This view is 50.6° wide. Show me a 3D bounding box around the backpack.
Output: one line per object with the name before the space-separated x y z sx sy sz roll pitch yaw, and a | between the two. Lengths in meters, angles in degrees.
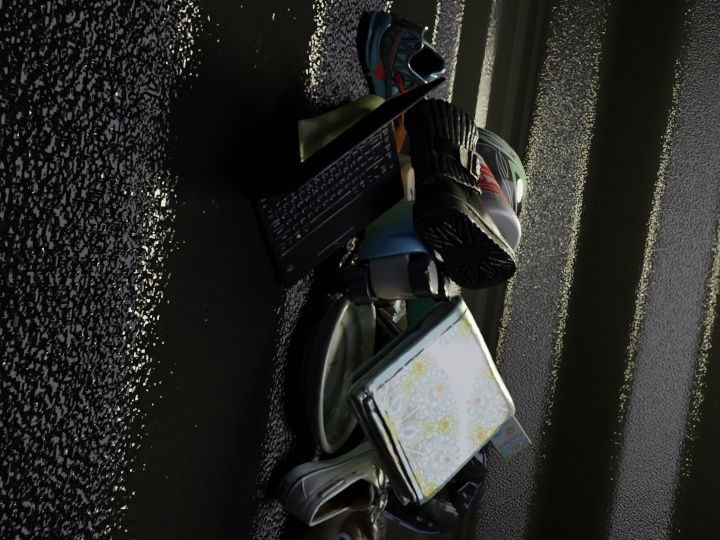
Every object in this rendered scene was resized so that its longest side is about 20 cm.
backpack | 0.074 0.267 1.076 0.201 0.190 0.154 -52 -173 -2

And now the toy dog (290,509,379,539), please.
toy dog | -0.020 0.384 0.966 0.195 0.137 0.203 -63 154 -47

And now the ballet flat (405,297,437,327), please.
ballet flat | 0.094 0.022 1.099 0.071 0.068 0.204 56 25 -74

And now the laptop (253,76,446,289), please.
laptop | -0.002 -0.075 0.725 0.176 0.103 0.202 -38 142 -20

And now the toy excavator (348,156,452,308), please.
toy excavator | 0.057 -0.058 0.939 0.194 0.098 0.204 15 70 -69

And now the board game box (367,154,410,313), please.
board game box | 0.052 -0.053 1.150 0.135 0.034 0.204 58 44 -65

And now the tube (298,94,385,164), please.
tube | -0.023 -0.151 0.842 0.058 0.052 0.200 51 33 -6

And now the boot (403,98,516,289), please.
boot | 0.119 -0.087 0.894 0.211 0.078 0.160 47 33 -50

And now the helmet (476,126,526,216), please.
helmet | 0.195 -0.153 1.343 0.201 0.197 0.193 -55 167 -55

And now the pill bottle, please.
pill bottle | 0.140 -0.099 1.066 0.202 0.110 0.114 -107 -172 -47

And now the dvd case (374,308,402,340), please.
dvd case | 0.081 0.126 1.051 0.016 0.201 0.149 -39 167 1

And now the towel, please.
towel | 0.086 0.152 0.903 0.199 0.048 0.173 -35 108 -29

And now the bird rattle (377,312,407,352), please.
bird rattle | 0.075 0.110 1.243 0.162 0.113 0.201 -30 157 -42

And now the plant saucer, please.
plant saucer | -0.033 0.116 0.928 0.200 0.049 0.204 10 90 -73

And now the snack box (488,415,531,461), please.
snack box | 0.155 0.157 1.094 0.143 0.053 0.201 53 3 -32

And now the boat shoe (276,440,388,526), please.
boat shoe | 0.001 0.258 0.898 0.200 0.086 0.076 2 116 -49

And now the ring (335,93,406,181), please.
ring | -0.001 -0.111 0.870 0.202 0.019 0.201 -55 167 -19

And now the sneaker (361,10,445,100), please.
sneaker | 0.064 -0.249 0.985 0.200 0.094 0.081 55 47 -66

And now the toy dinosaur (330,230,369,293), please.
toy dinosaur | 0.000 0.000 0.993 0.089 0.047 0.200 -65 164 -6
